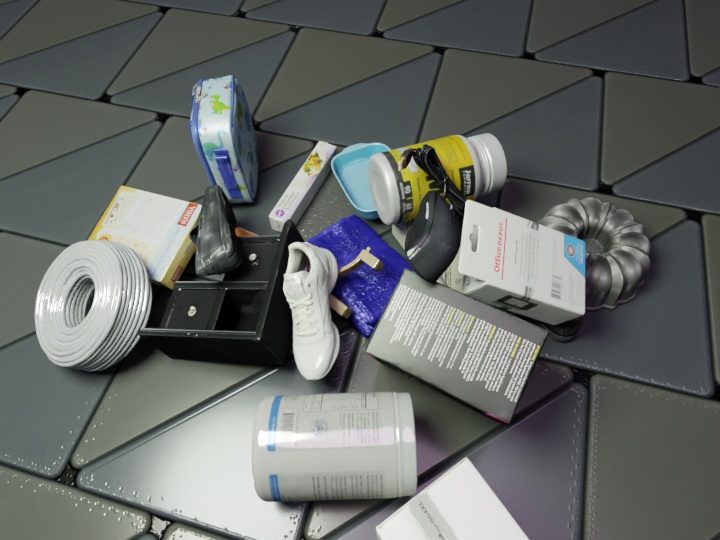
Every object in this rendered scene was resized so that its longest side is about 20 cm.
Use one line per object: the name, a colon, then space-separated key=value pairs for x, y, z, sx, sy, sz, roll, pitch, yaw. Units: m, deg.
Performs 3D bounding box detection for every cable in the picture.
cable: x=-0.406 y=0.049 z=0.787 sx=0.199 sy=0.069 sz=0.201 roll=-23 pitch=65 yaw=22

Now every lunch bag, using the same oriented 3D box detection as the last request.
lunch bag: x=-0.234 y=-0.222 z=0.910 sx=0.082 sy=0.200 sz=0.162 roll=-6 pitch=59 yaw=-1

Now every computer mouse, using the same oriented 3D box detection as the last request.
computer mouse: x=0.095 y=-0.089 z=0.687 sx=0.141 sy=0.046 sz=0.200 roll=49 pitch=43 yaw=-19

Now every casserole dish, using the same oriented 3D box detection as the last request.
casserole dish: x=0.022 y=-0.161 z=0.945 sx=0.120 sy=0.039 sz=0.201 roll=-20 pitch=51 yaw=-9

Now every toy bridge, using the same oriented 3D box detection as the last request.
toy bridge: x=-0.043 y=0.047 z=0.798 sx=0.067 sy=0.027 sz=0.201 roll=35 pitch=90 yaw=28

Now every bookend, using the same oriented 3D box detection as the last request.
bookend: x=-0.198 y=0.031 z=0.795 sx=0.197 sy=0.092 sz=0.201 roll=0 pitch=58 yaw=18

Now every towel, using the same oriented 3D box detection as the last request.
towel: x=0.000 y=0.000 z=0.855 sx=0.147 sy=0.050 sz=0.200 roll=-37 pitch=64 yaw=-18

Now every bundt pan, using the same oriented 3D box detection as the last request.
bundt pan: x=0.378 y=-0.039 z=0.851 sx=0.200 sy=0.076 sz=0.203 roll=-1 pitch=59 yaw=2

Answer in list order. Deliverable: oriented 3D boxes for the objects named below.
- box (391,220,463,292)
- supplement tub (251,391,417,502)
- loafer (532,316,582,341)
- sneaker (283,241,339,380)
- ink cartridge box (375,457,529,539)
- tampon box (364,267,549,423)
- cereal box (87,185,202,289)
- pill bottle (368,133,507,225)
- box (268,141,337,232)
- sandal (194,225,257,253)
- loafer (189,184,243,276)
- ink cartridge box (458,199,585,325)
box: x=0.135 y=-0.027 z=0.855 sx=0.082 sy=0.069 sz=0.200 roll=-26 pitch=61 yaw=-15
supplement tub: x=-0.031 y=0.226 z=0.671 sx=0.198 sy=0.132 sz=0.133 roll=-1 pitch=59 yaw=1
loafer: x=0.267 y=0.025 z=0.822 sx=0.072 sy=0.063 sz=0.200 roll=-38 pitch=65 yaw=-20
sneaker: x=-0.081 y=0.054 z=0.740 sx=0.074 sy=0.100 sz=0.201 roll=-13 pitch=68 yaw=24
ink cartridge box: x=0.102 y=0.312 z=0.574 sx=0.125 sy=0.200 sz=0.129 roll=-32 pitch=63 yaw=-16
tampon box: x=0.130 y=0.108 z=0.712 sx=0.199 sy=0.150 sz=0.127 roll=25 pitch=81 yaw=17
cereal box: x=-0.362 y=-0.060 z=0.875 sx=0.199 sy=0.040 sz=0.145 roll=16 pitch=71 yaw=25
pill bottle: x=0.121 y=-0.150 z=0.825 sx=0.199 sy=0.115 sz=0.115 roll=-16 pitch=59 yaw=-10
box: x=-0.102 y=-0.156 z=0.959 sx=0.038 sy=0.042 sz=0.201 roll=20 pitch=62 yaw=15
sandal: x=-0.241 y=-0.065 z=0.898 sx=0.205 sy=0.059 sz=0.080 roll=15 pitch=60 yaw=11
loafer: x=-0.227 y=-0.066 z=0.788 sx=0.070 sy=0.068 sz=0.201 roll=-21 pitch=42 yaw=-2
ink cartridge box: x=0.213 y=-0.009 z=0.728 sx=0.199 sy=0.067 sz=0.117 roll=18 pitch=67 yaw=-15
